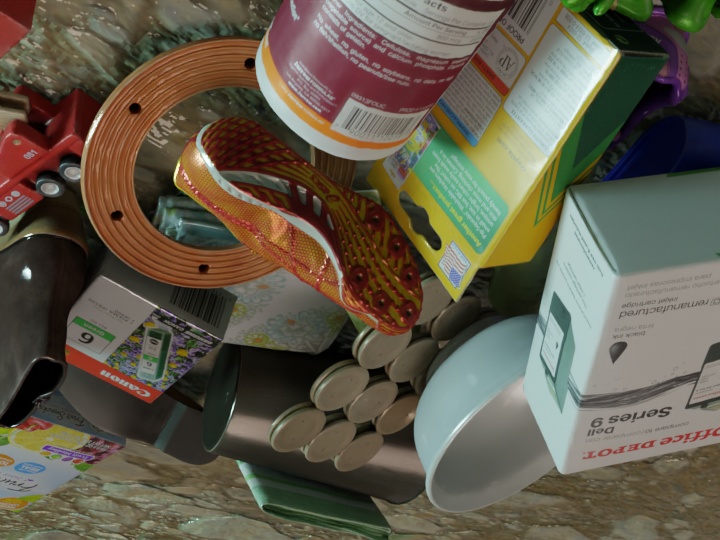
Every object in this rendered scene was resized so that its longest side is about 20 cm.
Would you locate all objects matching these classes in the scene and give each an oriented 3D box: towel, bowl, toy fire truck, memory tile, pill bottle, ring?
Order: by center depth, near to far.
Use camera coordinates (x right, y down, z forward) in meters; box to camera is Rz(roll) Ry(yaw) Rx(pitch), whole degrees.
[{"bbox_3d":[0.027,-0.167,0.598,0.114,0.115,0.200,13,140,-25],"label":"pill bottle"},{"bbox_3d":[-0.251,-0.104,0.698,0.199,0.049,0.141,-28,139,28],"label":"toy fire truck"},{"bbox_3d":[-0.098,-0.074,0.739,0.199,0.019,0.201,-13,129,-16],"label":"ring"},{"bbox_3d":[0.024,0.088,0.858,0.200,0.017,0.153,-46,145,10],"label":"memory tile"},{"bbox_3d":[0.118,0.102,0.866,0.200,0.090,0.202,-24,144,-19],"label":"bowl"},{"bbox_3d":[-0.090,0.003,0.876,0.199,0.048,0.171,10,144,-21],"label":"towel"},{"bbox_3d":[-0.064,0.205,1.048,0.152,0.200,0.023,21,100,-28],"label":"towel"}]

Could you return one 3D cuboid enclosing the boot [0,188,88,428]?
[{"bbox_3d":[-0.274,0.046,0.800,0.072,0.167,0.200,20,137,-32],"label":"boot"}]

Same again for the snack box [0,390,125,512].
[{"bbox_3d":[-0.359,0.164,1.036,0.200,0.068,0.168,-32,138,33],"label":"snack box"}]

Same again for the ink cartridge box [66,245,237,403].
[{"bbox_3d":[-0.199,0.057,0.857,0.109,0.051,0.200,31,137,-20],"label":"ink cartridge box"}]

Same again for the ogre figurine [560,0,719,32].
[{"bbox_3d":[0.195,-0.199,0.588,0.199,0.098,0.120,8,132,-30],"label":"ogre figurine"}]

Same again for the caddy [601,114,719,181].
[{"bbox_3d":[0.255,-0.026,0.807,0.104,0.142,0.200,12,142,-18],"label":"caddy"}]

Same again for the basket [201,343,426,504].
[{"bbox_3d":[-0.042,0.139,0.998,0.199,0.137,0.180,16,163,-19],"label":"basket"}]

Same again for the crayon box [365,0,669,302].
[{"bbox_3d":[0.090,-0.094,0.665,0.051,0.126,0.200,-7,140,-39],"label":"crayon box"}]

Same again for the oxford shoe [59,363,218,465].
[{"bbox_3d":[-0.224,0.123,1.008,0.200,0.071,0.071,40,84,-30],"label":"oxford shoe"}]

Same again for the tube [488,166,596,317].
[{"bbox_3d":[0.144,-0.030,0.835,0.052,0.058,0.200,13,146,3],"label":"tube"}]

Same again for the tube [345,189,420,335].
[{"bbox_3d":[0.000,0.000,0.802,0.058,0.052,0.200,-34,143,-7],"label":"tube"}]

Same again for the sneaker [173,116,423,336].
[{"bbox_3d":[-0.037,-0.028,0.714,0.200,0.073,0.077,42,149,-12],"label":"sneaker"}]

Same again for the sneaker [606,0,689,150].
[{"bbox_3d":[0.139,-0.114,0.712,0.200,0.089,0.080,-26,142,29],"label":"sneaker"}]

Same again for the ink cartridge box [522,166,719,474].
[{"bbox_3d":[0.200,0.036,0.690,0.145,0.084,0.201,-9,136,-10],"label":"ink cartridge box"}]
